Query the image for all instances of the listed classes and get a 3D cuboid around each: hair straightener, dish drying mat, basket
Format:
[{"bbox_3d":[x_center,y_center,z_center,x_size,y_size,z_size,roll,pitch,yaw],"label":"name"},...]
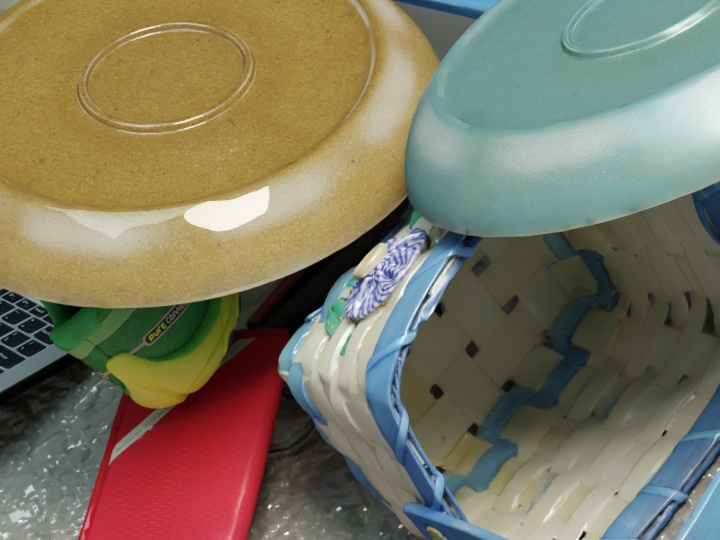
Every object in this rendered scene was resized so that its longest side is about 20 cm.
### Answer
[{"bbox_3d":[0.000,0.000,1.041,0.200,0.041,0.077,-44,35,9],"label":"hair straightener"},{"bbox_3d":[-0.078,0.111,0.998,0.077,0.018,0.200,-5,55,31],"label":"dish drying mat"},{"bbox_3d":[0.077,0.030,0.917,0.200,0.139,0.176,10,53,49],"label":"basket"}]

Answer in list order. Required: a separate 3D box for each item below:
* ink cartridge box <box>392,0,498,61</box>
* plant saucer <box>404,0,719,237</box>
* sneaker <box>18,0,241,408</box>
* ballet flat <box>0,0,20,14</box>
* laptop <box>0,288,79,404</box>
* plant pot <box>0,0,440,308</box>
[{"bbox_3d":[0.125,-0.143,1.110,0.146,0.086,0.200,16,60,41],"label":"ink cartridge box"},{"bbox_3d":[0.099,-0.078,0.896,0.200,0.027,0.200,-25,23,11],"label":"plant saucer"},{"bbox_3d":[-0.100,-0.043,1.040,0.074,0.084,0.200,-38,50,25],"label":"sneaker"},{"bbox_3d":[-0.127,-0.136,1.136,0.200,0.064,0.067,-45,28,7],"label":"ballet flat"},{"bbox_3d":[-0.189,-0.035,1.155,0.200,0.116,0.187,-30,36,-32],"label":"laptop"},{"bbox_3d":[-0.068,-0.062,0.991,0.199,0.028,0.200,-5,41,4],"label":"plant pot"}]
